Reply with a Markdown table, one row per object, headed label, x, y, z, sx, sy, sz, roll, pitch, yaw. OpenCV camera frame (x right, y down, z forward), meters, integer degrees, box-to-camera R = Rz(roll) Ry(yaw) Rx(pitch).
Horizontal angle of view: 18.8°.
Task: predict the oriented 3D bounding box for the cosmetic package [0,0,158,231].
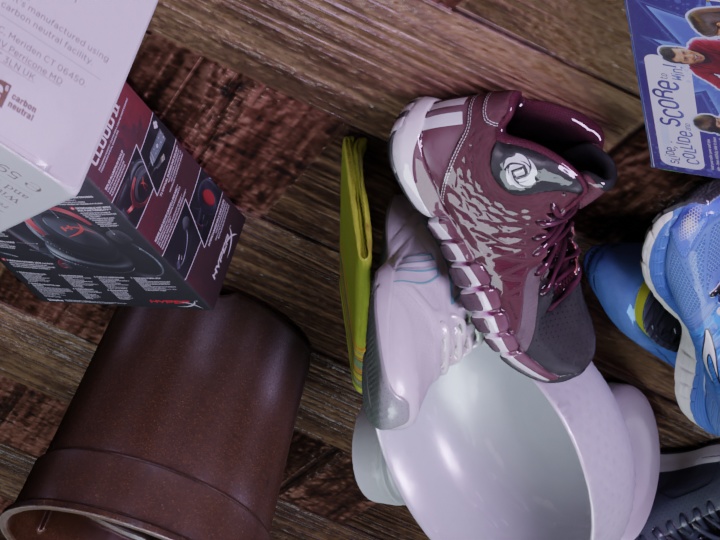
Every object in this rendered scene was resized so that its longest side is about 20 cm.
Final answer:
| label | x | y | z | sx | sy | sz | roll | pitch | yaw |
| --- | --- | --- | --- | --- | --- | --- | --- | --- | --- |
| cosmetic package | -0.232 | -0.127 | 1.168 | 0.167 | 0.167 | 0.199 | 31 | 154 | -25 |

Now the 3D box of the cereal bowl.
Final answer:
| label | x | y | z | sx | sy | sz | roll | pitch | yaw |
| --- | --- | --- | --- | --- | --- | --- | --- | --- | --- |
| cereal bowl | 0.102 | 0.105 | 1.387 | 0.200 | 0.083 | 0.201 | 32 | 135 | 39 |

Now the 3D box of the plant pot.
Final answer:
| label | x | y | z | sx | sy | sz | roll | pitch | yaw |
| --- | --- | --- | --- | --- | --- | --- | --- | --- | --- |
| plant pot | -0.133 | 0.125 | 1.576 | 0.199 | 0.200 | 0.201 | 16 | 156 | 7 |

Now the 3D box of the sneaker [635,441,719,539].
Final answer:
| label | x | y | z | sx | sy | sz | roll | pitch | yaw |
| --- | --- | --- | --- | --- | --- | --- | --- | --- | --- |
| sneaker | 0.228 | 0.200 | 1.540 | 0.201 | 0.147 | 0.077 | -9 | 142 | 43 |

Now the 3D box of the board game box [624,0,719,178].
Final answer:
| label | x | y | z | sx | sy | sz | roll | pitch | yaw |
| --- | --- | --- | --- | --- | --- | --- | --- | --- | --- |
| board game box | 0.200 | -0.106 | 1.063 | 0.134 | 0.035 | 0.200 | 11 | 154 | 18 |

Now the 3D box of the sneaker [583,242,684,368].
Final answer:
| label | x | y | z | sx | sy | sz | roll | pitch | yaw |
| --- | --- | --- | --- | --- | --- | --- | --- | --- | --- |
| sneaker | 0.210 | 0.035 | 1.330 | 0.200 | 0.066 | 0.078 | 33 | 179 | -39 |

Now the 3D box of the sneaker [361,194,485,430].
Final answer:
| label | x | y | z | sx | sy | sz | roll | pitch | yaw |
| --- | --- | --- | --- | --- | --- | --- | --- | --- | --- |
| sneaker | 0.044 | 0.022 | 1.277 | 0.080 | 0.201 | 0.071 | 10 | 126 | 2 |

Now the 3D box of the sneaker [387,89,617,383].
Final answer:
| label | x | y | z | sx | sy | sz | roll | pitch | yaw |
| --- | --- | --- | --- | --- | --- | --- | --- | --- | --- |
| sneaker | 0.107 | -0.020 | 1.226 | 0.115 | 0.076 | 0.200 | -13 | 125 | 38 |

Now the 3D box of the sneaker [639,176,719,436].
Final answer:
| label | x | y | z | sx | sy | sz | roll | pitch | yaw |
| --- | --- | --- | --- | --- | --- | --- | --- | --- | --- |
| sneaker | 0.217 | 0.029 | 1.217 | 0.089 | 0.078 | 0.201 | 40 | 159 | 46 |

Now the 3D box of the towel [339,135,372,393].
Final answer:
| label | x | y | z | sx | sy | sz | roll | pitch | yaw |
| --- | --- | --- | --- | --- | --- | --- | --- | --- | --- |
| towel | 0.000 | 0.000 | 1.368 | 0.018 | 0.087 | 0.200 | -7 | 154 | -4 |

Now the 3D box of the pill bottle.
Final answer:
| label | x | y | z | sx | sy | sz | roll | pitch | yaw |
| --- | --- | --- | --- | --- | --- | --- | --- | --- | --- |
| pill bottle | 0.099 | 0.129 | 1.522 | 0.199 | 0.113 | 0.113 | 3 | 151 | 31 |

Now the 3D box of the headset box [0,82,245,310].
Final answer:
| label | x | y | z | sx | sy | sz | roll | pitch | yaw |
| --- | --- | --- | --- | --- | --- | --- | --- | --- | --- |
| headset box | -0.188 | -0.057 | 1.386 | 0.148 | 0.076 | 0.200 | 2 | 150 | 32 |
